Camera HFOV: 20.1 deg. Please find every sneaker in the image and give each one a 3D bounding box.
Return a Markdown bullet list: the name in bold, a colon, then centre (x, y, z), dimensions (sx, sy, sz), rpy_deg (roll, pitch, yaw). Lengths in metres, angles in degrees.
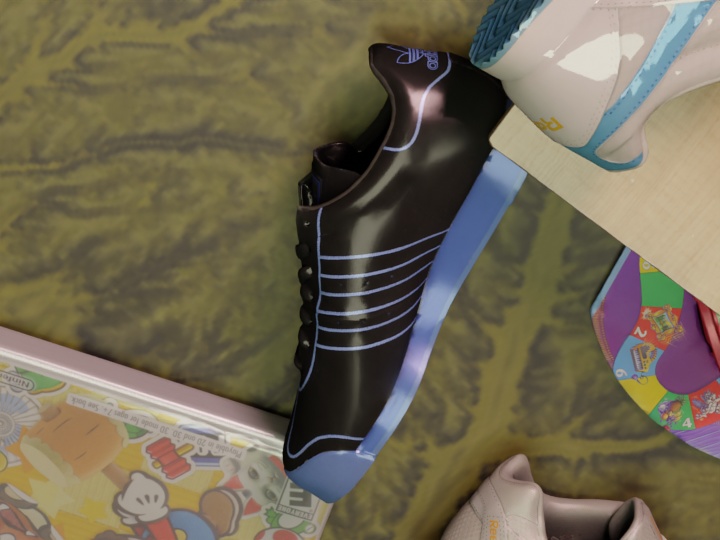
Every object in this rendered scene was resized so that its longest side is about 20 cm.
- **sneaker**: centre (0.000, 0.000, 0.844), dimensions (0.078, 0.070, 0.200), rpy_deg (23, 107, -10)
- **sneaker**: centre (0.135, -0.124, 0.746), dimensions (0.200, 0.077, 0.081), rpy_deg (-43, 108, 12)
- **sneaker**: centre (0.126, 0.154, 0.909), dimensions (0.200, 0.076, 0.092), rpy_deg (27, 110, -11)

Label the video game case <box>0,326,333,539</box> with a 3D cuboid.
- **video game case**: centre (-0.126, 0.125, 0.935), dimensions (0.200, 0.023, 0.182), rpy_deg (18, 116, -6)

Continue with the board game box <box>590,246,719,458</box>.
- **board game box**: centre (0.193, 0.008, 0.849), dimensions (0.158, 0.039, 0.200), rpy_deg (23, 114, -8)

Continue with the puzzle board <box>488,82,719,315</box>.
- **puzzle board**: centre (0.168, -0.087, 0.794), dimensions (0.151, 0.017, 0.200), rpy_deg (36, 97, -8)
